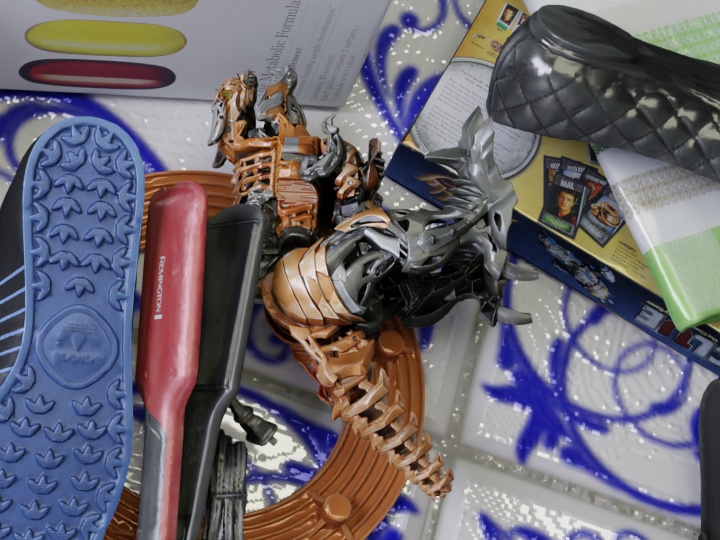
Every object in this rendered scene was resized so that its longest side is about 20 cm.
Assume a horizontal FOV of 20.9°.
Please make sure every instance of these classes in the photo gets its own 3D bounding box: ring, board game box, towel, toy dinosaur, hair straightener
[{"bbox_3d":[-0.066,0.043,0.852,0.199,0.019,0.202,7,63,-14],"label":"ring"},{"bbox_3d":[0.129,-0.052,0.944,0.199,0.035,0.136,31,61,0],"label":"board game box"},{"bbox_3d":[0.170,-0.077,0.937,0.148,0.031,0.201,-16,72,-20],"label":"towel"},{"bbox_3d":[0.000,0.000,0.847,0.135,0.102,0.202,-18,89,-8],"label":"toy dinosaur"},{"bbox_3d":[-0.054,0.069,0.789,0.077,0.041,0.202,16,68,-46],"label":"hair straightener"}]

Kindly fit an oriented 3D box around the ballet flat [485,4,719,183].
[{"bbox_3d":[0.152,-0.062,0.891,0.199,0.057,0.067,23,36,-10],"label":"ballet flat"}]

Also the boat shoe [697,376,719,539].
[{"bbox_3d":[0.175,0.137,0.845,0.063,0.074,0.203,4,68,-23],"label":"boat shoe"}]

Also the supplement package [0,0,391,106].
[{"bbox_3d":[-0.094,-0.152,0.883,0.198,0.114,0.110,1,64,-14],"label":"supplement package"}]

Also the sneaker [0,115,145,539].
[{"bbox_3d":[-0.125,0.039,0.794,0.069,0.078,0.202,12,85,-11],"label":"sneaker"}]
